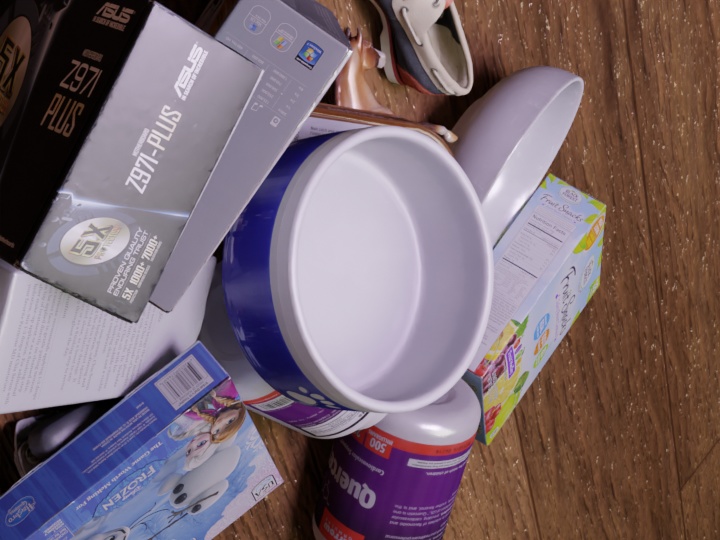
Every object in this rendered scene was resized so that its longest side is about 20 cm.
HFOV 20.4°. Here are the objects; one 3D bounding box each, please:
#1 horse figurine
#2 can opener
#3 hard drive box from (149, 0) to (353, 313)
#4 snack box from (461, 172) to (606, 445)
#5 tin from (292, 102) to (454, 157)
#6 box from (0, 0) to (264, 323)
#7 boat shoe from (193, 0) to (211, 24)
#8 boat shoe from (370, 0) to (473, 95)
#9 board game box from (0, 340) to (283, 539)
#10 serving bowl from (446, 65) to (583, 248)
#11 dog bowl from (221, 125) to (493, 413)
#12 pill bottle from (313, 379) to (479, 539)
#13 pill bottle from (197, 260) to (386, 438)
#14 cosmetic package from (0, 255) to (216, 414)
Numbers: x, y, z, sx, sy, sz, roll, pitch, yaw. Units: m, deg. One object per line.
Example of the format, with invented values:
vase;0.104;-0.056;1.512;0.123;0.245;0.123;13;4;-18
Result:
horse figurine;-0.008;-0.071;1.558;0.132;0.050;0.201;31;91;-45
can opener;-0.164;0.114;1.437;0.199;0.067;0.054;-12;85;-49
hard drive box;-0.096;-0.091;1.271;0.201;0.077;0.156;-55;-167;9
snack box;0.142;0.037;1.805;0.200;0.067;0.169;-55;162;-18
tin;-0.014;-0.067;1.500;0.199;0.042;0.113;5;95;-32
box;-0.169;-0.080;1.170;0.086;0.200;0.164;29;88;-36
boat shoe;-0.080;-0.155;1.380;0.063;0.073;0.202;-85;-172;-79
boat shoe;0.045;-0.208;1.521;0.071;0.062;0.201;-56;151;-28
board game box;-0.160;0.164;1.426;0.200;0.043;0.199;-38;155;-10
serving bowl;0.107;-0.091;1.678;0.200;0.066;0.200;-53;167;-18
dog bowl;0.000;0.000;1.423;0.199;0.079;0.202;2;87;-43
pill bottle;0.025;0.182;1.701;0.112;0.112;0.201;-18;131;-49
pill bottle;-0.046;0.064;1.541;0.113;0.112;0.200;-63;148;-3
cosmetic package;-0.194;0.029;1.341;0.200;0.071;0.102;-3;114;-54
